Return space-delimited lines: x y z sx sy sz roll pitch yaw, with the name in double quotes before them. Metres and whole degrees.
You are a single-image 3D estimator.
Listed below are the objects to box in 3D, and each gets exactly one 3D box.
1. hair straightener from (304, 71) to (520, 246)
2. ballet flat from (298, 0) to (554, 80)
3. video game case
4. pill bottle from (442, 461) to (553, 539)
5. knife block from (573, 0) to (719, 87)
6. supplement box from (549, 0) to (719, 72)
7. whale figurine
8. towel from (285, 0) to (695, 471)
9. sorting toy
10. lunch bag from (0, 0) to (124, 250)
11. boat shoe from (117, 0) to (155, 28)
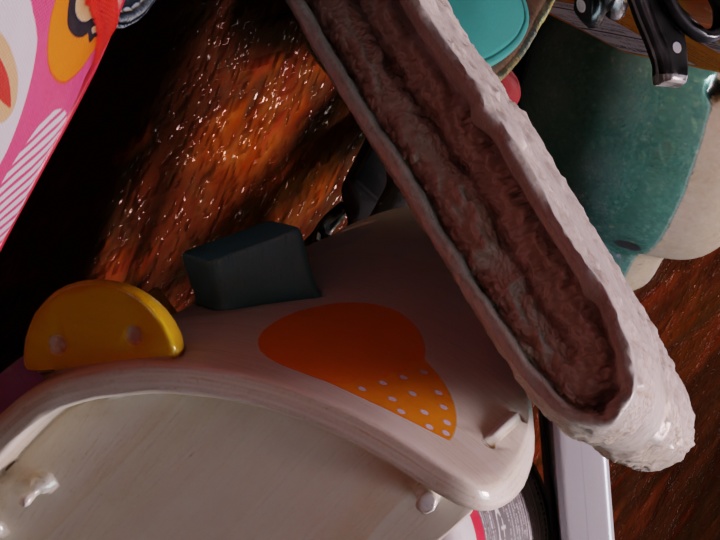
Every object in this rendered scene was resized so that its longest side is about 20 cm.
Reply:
"hair straightener" 0.000 0.000 0.828 0.077 0.041 0.200 -40 -161 38
"ballet flat" 0.028 -0.095 0.803 0.200 0.070 0.071 -45 156 -46
"video game case" 0.091 0.105 1.038 0.182 0.024 0.201 -88 173 -72
"pill bottle" 0.013 0.105 0.966 0.111 0.110 0.200 -66 165 7
"knife block" 0.101 -0.157 0.702 0.064 0.175 0.201 -23 141 -37
"supplement box" 0.118 -0.110 0.874 0.067 0.069 0.200 -64 -158 2
"whale figurine" 0.112 -0.072 1.084 0.200 0.103 0.160 178 -75 -81
"towel" 0.023 -0.040 0.631 0.034 0.201 0.132 -33 165 8
"sorting toy" -0.041 0.046 0.668 0.200 0.107 0.180 -43 -178 28
"lunch bag" -0.095 -0.069 0.398 0.200 0.082 0.177 80 34 -68
"boat shoe" -0.012 -0.129 0.541 0.201 0.091 0.071 -68 164 14
